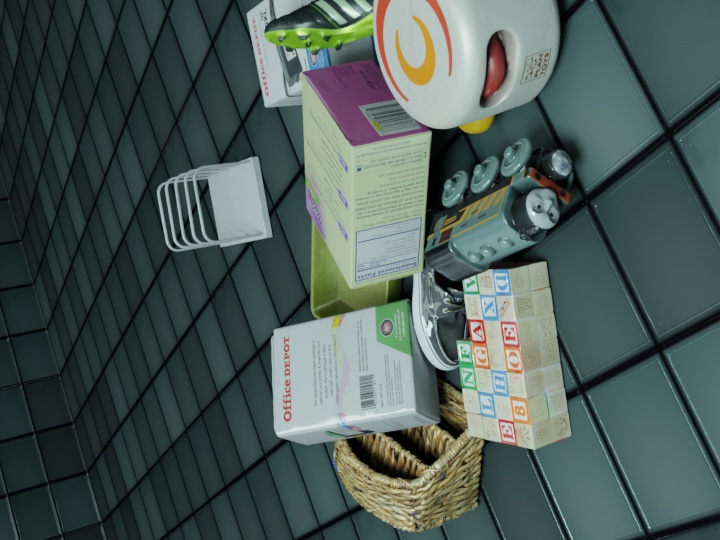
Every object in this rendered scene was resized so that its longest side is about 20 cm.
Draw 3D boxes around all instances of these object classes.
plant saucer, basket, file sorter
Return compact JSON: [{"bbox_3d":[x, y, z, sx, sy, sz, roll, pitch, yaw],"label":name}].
[{"bbox_3d":[0.000,0.000,1.308,0.199,0.048,0.202,29,123,51],"label":"plant saucer"},{"bbox_3d":[0.051,0.222,1.208,0.200,0.142,0.150,32,127,49],"label":"basket"},{"bbox_3d":[-0.262,-0.110,1.621,0.200,0.124,0.140,-6,94,59],"label":"file sorter"}]

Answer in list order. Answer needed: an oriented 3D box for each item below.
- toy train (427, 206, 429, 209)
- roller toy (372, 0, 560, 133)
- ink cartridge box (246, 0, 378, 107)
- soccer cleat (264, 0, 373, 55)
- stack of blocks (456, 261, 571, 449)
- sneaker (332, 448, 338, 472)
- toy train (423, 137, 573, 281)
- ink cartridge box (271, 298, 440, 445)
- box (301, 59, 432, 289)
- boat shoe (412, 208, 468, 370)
[{"bbox_3d":[0.047,-0.129,1.195,0.034,0.045,0.201,126,129,-69],"label":"toy train"},{"bbox_3d":[0.113,-0.248,0.962,0.182,0.139,0.201,-12,98,65],"label":"roller toy"},{"bbox_3d":[-0.070,-0.319,1.283,0.200,0.084,0.146,-8,93,59],"label":"ink cartridge box"},{"bbox_3d":[-0.023,-0.321,1.145,0.068,0.198,0.082,41,-138,-74],"label":"soccer cleat"},{"bbox_3d":[0.168,0.093,1.059,0.115,0.058,0.202,-1,99,58],"label":"stack of blocks"},{"bbox_3d":[0.021,0.280,1.343,0.200,0.077,0.086,27,118,51],"label":"sneaker"},{"bbox_3d":[0.146,-0.061,0.986,0.200,0.085,0.115,-25,41,56],"label":"toy train"},{"bbox_3d":[-0.008,0.134,1.188,0.199,0.084,0.146,-14,66,23],"label":"ink cartridge box"},{"bbox_3d":[0.003,-0.116,1.100,0.176,0.096,0.201,-121,24,-46],"label":"box"},{"bbox_3d":[0.108,0.023,1.133,0.066,0.069,0.202,-7,87,60],"label":"boat shoe"}]
